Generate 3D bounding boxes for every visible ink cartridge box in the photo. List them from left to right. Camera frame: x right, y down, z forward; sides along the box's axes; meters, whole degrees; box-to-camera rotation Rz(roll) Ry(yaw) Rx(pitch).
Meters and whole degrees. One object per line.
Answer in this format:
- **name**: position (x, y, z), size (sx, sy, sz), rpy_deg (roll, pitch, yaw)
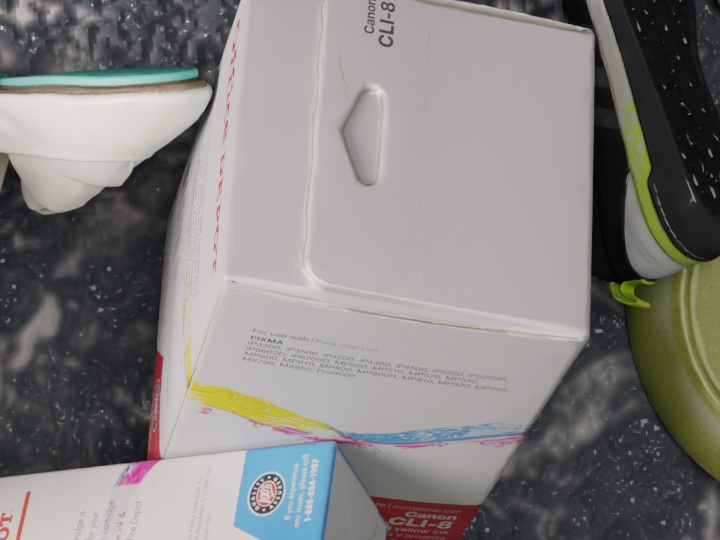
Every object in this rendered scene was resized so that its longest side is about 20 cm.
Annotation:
- **ink cartridge box**: position (-0.096, 0.143, 0.990), size (0.198, 0.068, 0.116), rpy_deg (-7, 51, 21)
- **ink cartridge box**: position (0.000, 0.000, 0.999), size (0.143, 0.200, 0.146), rpy_deg (9, 60, -9)

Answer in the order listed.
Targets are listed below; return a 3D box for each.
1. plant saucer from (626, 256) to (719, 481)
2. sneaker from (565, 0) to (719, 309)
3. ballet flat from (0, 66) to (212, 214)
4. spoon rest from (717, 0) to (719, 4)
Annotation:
- **plant saucer**: position (0.218, 0.013, 1.110), size (0.198, 0.031, 0.202), rpy_deg (0, 88, 10)
- **sneaker**: position (0.108, -0.081, 1.115), size (0.071, 0.083, 0.201), rpy_deg (18, 52, -44)
- **ballet flat**: position (-0.145, -0.055, 1.029), size (0.199, 0.069, 0.070), rpy_deg (4, 80, 30)
- **spoon rest**: position (0.181, -0.198, 1.160), size (0.099, 0.061, 0.201), rpy_deg (-35, 104, -12)
